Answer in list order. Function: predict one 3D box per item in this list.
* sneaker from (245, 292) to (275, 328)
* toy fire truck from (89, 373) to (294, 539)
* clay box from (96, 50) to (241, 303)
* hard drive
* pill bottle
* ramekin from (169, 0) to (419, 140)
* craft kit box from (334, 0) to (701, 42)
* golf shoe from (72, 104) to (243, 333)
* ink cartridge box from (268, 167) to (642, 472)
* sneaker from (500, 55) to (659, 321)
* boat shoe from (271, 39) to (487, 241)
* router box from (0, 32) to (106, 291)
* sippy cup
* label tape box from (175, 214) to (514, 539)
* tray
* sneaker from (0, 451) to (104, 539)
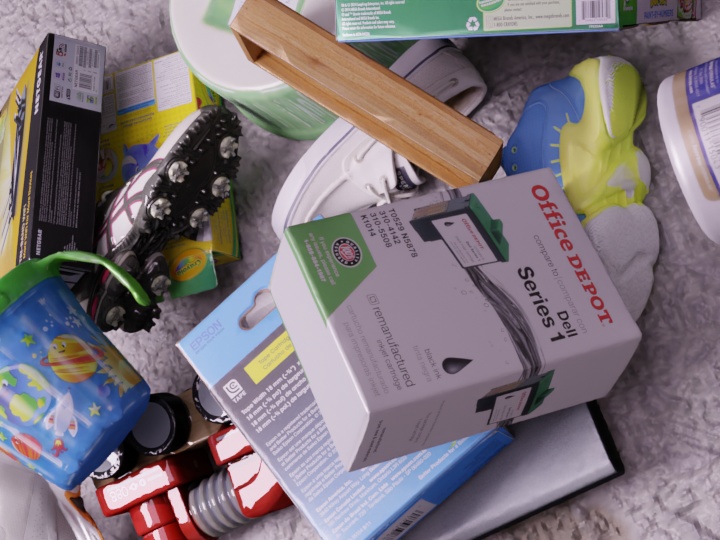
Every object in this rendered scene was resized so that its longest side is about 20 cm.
[{"bbox_3d":[0.000,0.000,1.227,0.199,0.075,0.089,-22,40,36],"label":"sneaker"},{"bbox_3d":[-0.111,0.183,1.224,0.175,0.129,0.201,-25,81,21],"label":"toy fire truck"},{"bbox_3d":[-0.164,-0.069,1.328,0.114,0.048,0.201,-14,77,25],"label":"clay box"},{"bbox_3d":[0.073,0.119,1.156,0.199,0.033,0.140,-28,70,20],"label":"hard drive"},{"bbox_3d":[0.305,-0.103,1.049,0.199,0.120,0.120,-20,73,23],"label":"pill bottle"},{"bbox_3d":[-0.052,-0.210,1.265,0.199,0.098,0.201,-5,79,27],"label":"ramekin"},{"bbox_3d":[0.113,-0.184,1.116,0.199,0.197,0.049,2,98,25],"label":"craft kit box"},{"bbox_3d":[-0.168,-0.050,1.259,0.088,0.077,0.201,38,101,36],"label":"golf shoe"},{"bbox_3d":[0.060,0.027,1.057,0.199,0.084,0.147,-15,61,-21],"label":"ink cartridge box"},{"bbox_3d":[0.153,-0.049,1.156,0.105,0.076,0.201,-6,75,42],"label":"sneaker"},{"bbox_3d":[0.017,-0.084,1.228,0.200,0.071,0.070,-46,61,6],"label":"boat shoe"},{"bbox_3d":[-0.259,-0.065,1.309,0.157,0.052,0.201,-39,45,54],"label":"router box"},{"bbox_3d":[-0.227,0.083,1.171,0.130,0.140,0.178,39,127,4],"label":"sippy cup"},{"bbox_3d":[-0.011,0.084,1.133,0.144,0.063,0.200,-41,69,4],"label":"label tape box"},{"bbox_3d":[0.007,-0.121,1.132,0.199,0.099,0.037,32,86,6],"label":"tray"},{"bbox_3d":[-0.248,0.210,1.254,0.092,0.076,0.201,-23,99,-15],"label":"sneaker"}]
